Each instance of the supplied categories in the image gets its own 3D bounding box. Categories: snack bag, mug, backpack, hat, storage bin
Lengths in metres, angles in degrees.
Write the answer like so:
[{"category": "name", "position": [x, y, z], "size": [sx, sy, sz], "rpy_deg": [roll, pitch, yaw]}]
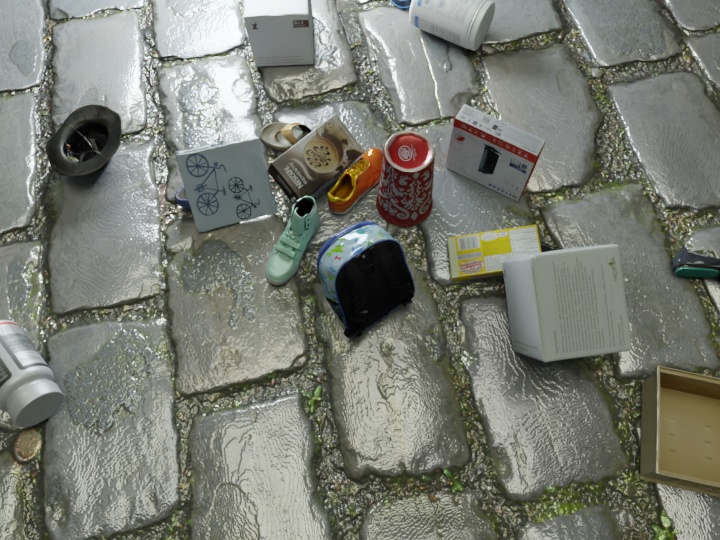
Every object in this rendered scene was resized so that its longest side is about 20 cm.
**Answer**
[{"category": "snack bag", "position": [-0.301, -0.199, 1.366], "size": [0.198, 0.021, 0.190], "rpy_deg": [-15, 110, -6]}, {"category": "mug", "position": [0.088, -0.218, 1.334], "size": [0.133, 0.200, 0.178], "rpy_deg": [-37, 69, -15]}, {"category": "backpack", "position": [0.000, 0.000, 1.230], "size": [0.182, 0.201, 0.147], "rpy_deg": [-31, 48, -12]}, {"category": "hat", "position": [-0.647, -0.296, 1.449], "size": [0.198, 0.081, 0.203], "rpy_deg": [-3, 67, 8]}, {"category": "storage bin", "position": [0.641, 0.309, 1.132], "size": [0.196, 0.094, 0.202], "rpy_deg": [11, 64, 6]}]

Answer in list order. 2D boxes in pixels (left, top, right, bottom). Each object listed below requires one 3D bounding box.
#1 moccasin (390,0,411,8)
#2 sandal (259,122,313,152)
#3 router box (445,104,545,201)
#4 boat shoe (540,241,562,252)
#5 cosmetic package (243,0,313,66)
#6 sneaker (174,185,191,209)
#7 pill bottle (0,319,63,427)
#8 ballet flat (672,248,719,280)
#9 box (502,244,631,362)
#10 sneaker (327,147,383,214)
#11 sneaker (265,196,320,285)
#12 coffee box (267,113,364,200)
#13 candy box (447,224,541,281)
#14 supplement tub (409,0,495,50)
[{"category": "moccasin", "position": [0.098, -0.834, 1.703], "size": [0.080, 0.068, 0.202], "rpy_deg": [-17, 65, -7]}, {"category": "sandal", "position": [-0.150, -0.327, 1.469], "size": [0.198, 0.054, 0.081], "rpy_deg": [17, 67, 8]}, {"category": "router box", "position": [0.301, -0.264, 1.365], "size": [0.199, 0.180, 0.049], "rpy_deg": [28, 67, 14]}, {"category": "boat shoe", "position": [0.437, -0.014, 1.305], "size": [0.074, 0.066, 0.199], "rpy_deg": [-42, 70, -16]}, {"category": "cosmetic package", "position": [-0.210, -0.671, 1.575], "size": [0.163, 0.165, 0.202], "rpy_deg": [-3, 64, 0]}, {"category": "sneaker", "position": [-0.346, -0.213, 1.404], "size": [0.199, 0.079, 0.076], "rpy_deg": [-30, 67, -13]}, {"category": "pill bottle", "position": [-0.686, 0.205, 1.188], "size": [0.114, 0.114, 0.200], "rpy_deg": [-40, 70, -17]}, {"category": "ballet flat", "position": [0.783, -0.011, 1.300], "size": [0.198, 0.073, 0.074], "rpy_deg": [11, 65, 8]}, {"category": "box", "position": [0.392, 0.060, 1.165], "size": [0.169, 0.199, 0.202], "rpy_deg": [-6, 89, -2]}, {"category": "sneaker", "position": [-0.004, -0.218, 1.404], "size": [0.073, 0.077, 0.201], "rpy_deg": [27, 66, 15]}, {"category": "sneaker", "position": [-0.155, -0.073, 1.312], "size": [0.073, 0.118, 0.202], "rpy_deg": [23, 68, 10]}, {"category": "coffee box", "position": [-0.104, -0.255, 1.398], "size": [0.200, 0.080, 0.113], "rpy_deg": [-41, 97, -16]}, {"category": "candy box", "position": [0.294, -0.038, 1.317], "size": [0.198, 0.026, 0.103], "rpy_deg": [-8, 66, 12]}, {"category": "supplement tub", "position": [0.242, -0.684, 1.595], "size": [0.199, 0.132, 0.132], "rpy_deg": [29, 68, 13]}]
